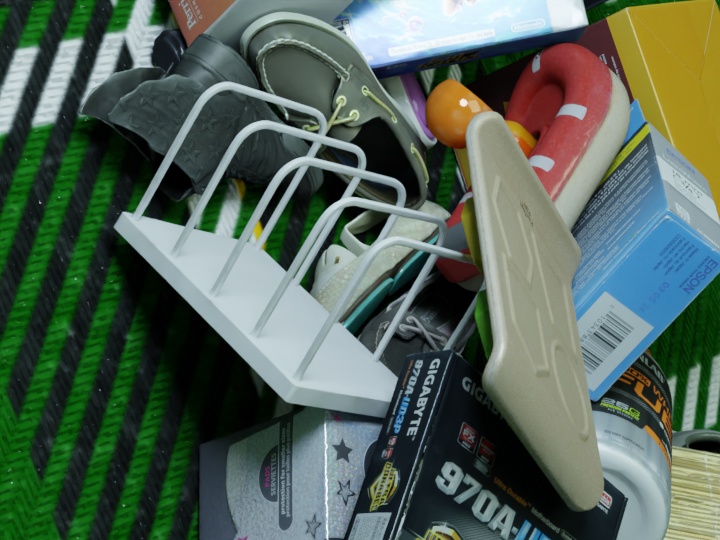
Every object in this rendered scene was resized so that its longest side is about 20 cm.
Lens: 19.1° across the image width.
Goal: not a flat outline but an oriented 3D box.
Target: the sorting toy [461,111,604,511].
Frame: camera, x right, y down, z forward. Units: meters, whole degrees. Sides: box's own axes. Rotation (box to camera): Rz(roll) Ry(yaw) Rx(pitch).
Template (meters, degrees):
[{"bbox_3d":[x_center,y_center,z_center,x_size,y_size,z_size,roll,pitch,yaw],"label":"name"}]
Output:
[{"bbox_3d":[0.104,0.028,1.347,0.185,0.036,0.201,53,29,-49],"label":"sorting toy"}]

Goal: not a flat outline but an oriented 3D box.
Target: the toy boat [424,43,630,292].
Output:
[{"bbox_3d":[0.103,-0.091,1.558,0.131,0.130,0.200,40,61,-13],"label":"toy boat"}]

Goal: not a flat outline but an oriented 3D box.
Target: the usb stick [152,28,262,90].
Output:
[{"bbox_3d":[-0.073,-0.158,1.567,0.200,0.033,0.056,-15,78,-49],"label":"usb stick"}]

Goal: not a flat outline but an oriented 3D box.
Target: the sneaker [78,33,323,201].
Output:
[{"bbox_3d":[-0.105,-0.085,1.479,0.104,0.060,0.200,-54,139,-17],"label":"sneaker"}]

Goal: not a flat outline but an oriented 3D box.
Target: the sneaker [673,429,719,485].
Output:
[{"bbox_3d":[0.231,0.173,1.711,0.200,0.079,0.074,-30,99,-47],"label":"sneaker"}]

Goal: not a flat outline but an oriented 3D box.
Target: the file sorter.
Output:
[{"bbox_3d":[-0.032,-0.013,1.391,0.139,0.125,0.200,13,24,-50],"label":"file sorter"}]

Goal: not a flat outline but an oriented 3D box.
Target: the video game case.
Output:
[{"bbox_3d":[0.052,-0.244,1.586,0.199,0.045,0.182,-12,81,-7],"label":"video game case"}]

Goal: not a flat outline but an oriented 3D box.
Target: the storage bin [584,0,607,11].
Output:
[{"bbox_3d":[0.146,-0.281,1.725,0.135,0.200,0.094,36,49,-31],"label":"storage bin"}]

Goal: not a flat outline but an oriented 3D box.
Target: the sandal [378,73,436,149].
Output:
[{"bbox_3d":[0.026,-0.193,1.657,0.082,0.050,0.203,-29,98,-76],"label":"sandal"}]

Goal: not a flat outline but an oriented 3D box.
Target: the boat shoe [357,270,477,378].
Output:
[{"bbox_3d":[0.047,0.039,1.545,0.067,0.057,0.200,37,23,2],"label":"boat shoe"}]

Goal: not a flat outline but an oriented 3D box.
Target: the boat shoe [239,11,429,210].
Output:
[{"bbox_3d":[-0.013,-0.111,1.531,0.202,0.072,0.060,41,23,-45],"label":"boat shoe"}]

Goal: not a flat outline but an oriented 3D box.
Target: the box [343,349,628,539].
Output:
[{"bbox_3d":[0.080,0.169,1.357,0.200,0.046,0.159,41,57,-35],"label":"box"}]

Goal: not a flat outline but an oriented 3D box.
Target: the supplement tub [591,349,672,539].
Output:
[{"bbox_3d":[0.166,0.125,1.557,0.123,0.122,0.200,51,23,-18],"label":"supplement tub"}]

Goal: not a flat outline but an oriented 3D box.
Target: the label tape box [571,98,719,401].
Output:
[{"bbox_3d":[0.186,-0.018,1.538,0.063,0.144,0.200,35,23,-15],"label":"label tape box"}]

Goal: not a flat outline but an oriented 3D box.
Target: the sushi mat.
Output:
[{"bbox_3d":[0.195,0.170,1.655,0.199,0.012,0.096,12,57,-15],"label":"sushi mat"}]

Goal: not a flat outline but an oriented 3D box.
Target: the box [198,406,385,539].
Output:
[{"bbox_3d":[-0.025,0.202,1.383,0.114,0.132,0.201,18,61,-41],"label":"box"}]

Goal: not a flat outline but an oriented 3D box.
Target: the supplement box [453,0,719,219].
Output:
[{"bbox_3d":[0.201,-0.084,1.698,0.133,0.200,0.198,-13,83,-49],"label":"supplement box"}]

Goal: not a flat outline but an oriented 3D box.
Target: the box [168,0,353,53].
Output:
[{"bbox_3d":[-0.052,-0.267,1.487,0.106,0.200,0.153,-2,61,-46],"label":"box"}]

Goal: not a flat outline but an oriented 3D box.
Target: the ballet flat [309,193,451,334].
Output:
[{"bbox_3d":[0.000,0.000,1.567,0.062,0.068,0.200,38,38,9],"label":"ballet flat"}]
